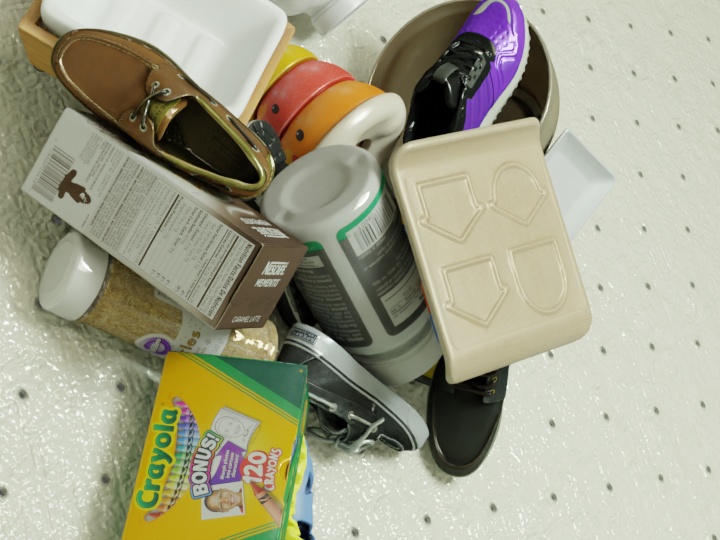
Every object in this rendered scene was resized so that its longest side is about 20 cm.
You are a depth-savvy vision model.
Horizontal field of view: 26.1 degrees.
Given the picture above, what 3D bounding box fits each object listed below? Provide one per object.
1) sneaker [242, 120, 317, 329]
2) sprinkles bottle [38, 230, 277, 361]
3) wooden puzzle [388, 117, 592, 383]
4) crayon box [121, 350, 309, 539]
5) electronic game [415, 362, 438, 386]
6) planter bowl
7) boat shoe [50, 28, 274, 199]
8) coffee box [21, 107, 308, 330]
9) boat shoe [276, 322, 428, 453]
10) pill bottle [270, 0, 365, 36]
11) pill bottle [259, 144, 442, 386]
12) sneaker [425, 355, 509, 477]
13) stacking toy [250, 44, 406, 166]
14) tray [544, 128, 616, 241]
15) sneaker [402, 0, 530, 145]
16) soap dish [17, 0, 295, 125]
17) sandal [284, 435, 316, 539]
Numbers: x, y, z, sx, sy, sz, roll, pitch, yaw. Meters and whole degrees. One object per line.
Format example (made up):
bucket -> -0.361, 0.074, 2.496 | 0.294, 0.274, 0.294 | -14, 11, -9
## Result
sneaker -> -0.095, -0.037, 1.397 | 0.076, 0.087, 0.202 | -50, 127, -55
sprinkles bottle -> -0.163, 0.036, 1.278 | 0.199, 0.068, 0.069 | 27, 49, -30
wooden puzzle -> 0.107, -0.019, 1.337 | 0.184, 0.046, 0.203 | -15, 91, -41
crayon box -> -0.111, 0.164, 1.211 | 0.117, 0.059, 0.202 | 6, 52, 4
electronic game -> 0.090, 0.012, 1.499 | 0.197, 0.042, 0.203 | 0, 90, -22
planter bowl -> 0.121, -0.162, 1.607 | 0.135, 0.198, 0.202 | 32, 40, -62
boat shoe -> -0.151, -0.127, 1.210 | 0.199, 0.072, 0.068 | 30, 5, -9
coffee box -> -0.154, -0.040, 1.240 | 0.199, 0.080, 0.114 | 34, 9, 13
boat shoe -> -0.010, 0.123, 1.361 | 0.069, 0.073, 0.199 | -61, 141, -14
pill bottle -> -0.074, -0.337, 1.572 | 0.201, 0.110, 0.111 | 52, 41, -5
pill bottle -> 0.000, 0.000, 1.355 | 0.201, 0.112, 0.114 | 63, 32, -37
sneaker -> 0.099, 0.090, 1.424 | 0.106, 0.074, 0.203 | 29, 72, -81
stacking toy -> -0.067, -0.164, 1.485 | 0.200, 0.147, 0.146 | 44, 38, 16
tray -> 0.171, -0.043, 1.582 | 0.107, 0.201, 0.022 | 36, 2, -41
sneaker -> 0.098, -0.182, 1.490 | 0.202, 0.069, 0.099 | -66, 154, -4
soap dish -> -0.171, -0.195, 1.309 | 0.199, 0.081, 0.158 | 30, 52, -9
sandal -> -0.067, 0.211, 1.269 | 0.087, 0.078, 0.202 | 67, 14, -50
